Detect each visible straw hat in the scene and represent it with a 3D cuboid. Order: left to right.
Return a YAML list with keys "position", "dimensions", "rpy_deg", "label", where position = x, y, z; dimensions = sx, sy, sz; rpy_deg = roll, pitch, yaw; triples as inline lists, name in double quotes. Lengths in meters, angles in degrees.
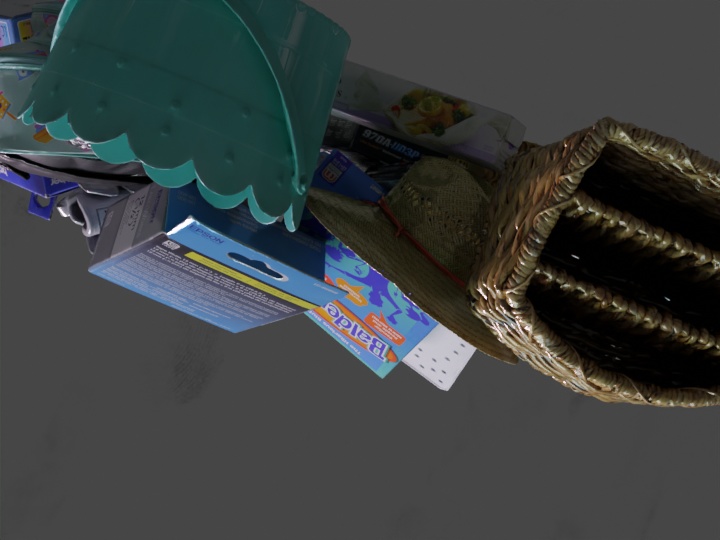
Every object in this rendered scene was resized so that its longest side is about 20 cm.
- position: [0.060, -0.030, 1.158]
  dimensions: [0.201, 0.085, 0.201]
  rpy_deg: [36, -169, -8]
  label: "straw hat"

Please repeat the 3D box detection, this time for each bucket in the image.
- position: [-0.111, -0.124, 1.094]
  dimensions: [0.206, 0.135, 0.207]
  rpy_deg: [21, 178, 1]
  label: "bucket"

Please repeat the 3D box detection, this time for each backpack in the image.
- position: [-0.213, -0.141, 1.318]
  dimensions: [0.199, 0.154, 0.176]
  rpy_deg: [-5, -169, -21]
  label: "backpack"

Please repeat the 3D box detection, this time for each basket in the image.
- position: [0.184, 0.009, 1.055]
  dimensions: [0.199, 0.143, 0.149]
  rpy_deg: [23, 166, -17]
  label: "basket"

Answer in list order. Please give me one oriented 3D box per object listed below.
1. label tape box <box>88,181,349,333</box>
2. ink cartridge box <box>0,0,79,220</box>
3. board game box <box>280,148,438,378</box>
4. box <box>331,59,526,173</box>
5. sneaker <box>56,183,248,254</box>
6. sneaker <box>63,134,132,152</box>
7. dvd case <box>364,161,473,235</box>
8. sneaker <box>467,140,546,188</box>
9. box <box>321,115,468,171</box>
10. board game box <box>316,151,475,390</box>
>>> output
- position: [-0.108, -0.016, 1.293]
  dimensions: [0.143, 0.066, 0.200]
  rpy_deg: [25, 157, -24]
  label: "label tape box"
- position: [-0.303, -0.152, 1.543]
  dimensions: [0.076, 0.201, 0.136]
  rpy_deg: [-21, -157, -29]
  label: "ink cartridge box"
- position: [0.000, 0.000, 1.353]
  dimensions: [0.152, 0.045, 0.200]
  rpy_deg: [39, 155, 1]
  label: "board game box"
- position: [0.021, -0.120, 1.194]
  dimensions: [0.199, 0.039, 0.041]
  rpy_deg: [21, 178, 23]
  label: "box"
- position: [-0.171, -0.048, 1.426]
  dimensions: [0.115, 0.075, 0.200]
  rpy_deg: [-24, -149, -37]
  label: "sneaker"
- position: [-0.124, -0.121, 1.224]
  dimensions: [0.199, 0.080, 0.077]
  rpy_deg: [6, -179, -23]
  label: "sneaker"
- position: [0.075, -0.035, 1.321]
  dimensions: [0.146, 0.022, 0.200]
  rpy_deg: [38, 177, -10]
  label: "dvd case"
- position: [0.148, -0.047, 1.289]
  dimensions: [0.200, 0.075, 0.090]
  rpy_deg: [24, 172, -31]
  label: "sneaker"
- position: [0.035, -0.101, 1.465]
  dimensions: [0.159, 0.046, 0.200]
  rpy_deg: [23, 178, -19]
  label: "box"
- position: [0.022, 0.004, 1.412]
  dimensions: [0.200, 0.026, 0.200]
  rpy_deg: [37, 154, 6]
  label: "board game box"
